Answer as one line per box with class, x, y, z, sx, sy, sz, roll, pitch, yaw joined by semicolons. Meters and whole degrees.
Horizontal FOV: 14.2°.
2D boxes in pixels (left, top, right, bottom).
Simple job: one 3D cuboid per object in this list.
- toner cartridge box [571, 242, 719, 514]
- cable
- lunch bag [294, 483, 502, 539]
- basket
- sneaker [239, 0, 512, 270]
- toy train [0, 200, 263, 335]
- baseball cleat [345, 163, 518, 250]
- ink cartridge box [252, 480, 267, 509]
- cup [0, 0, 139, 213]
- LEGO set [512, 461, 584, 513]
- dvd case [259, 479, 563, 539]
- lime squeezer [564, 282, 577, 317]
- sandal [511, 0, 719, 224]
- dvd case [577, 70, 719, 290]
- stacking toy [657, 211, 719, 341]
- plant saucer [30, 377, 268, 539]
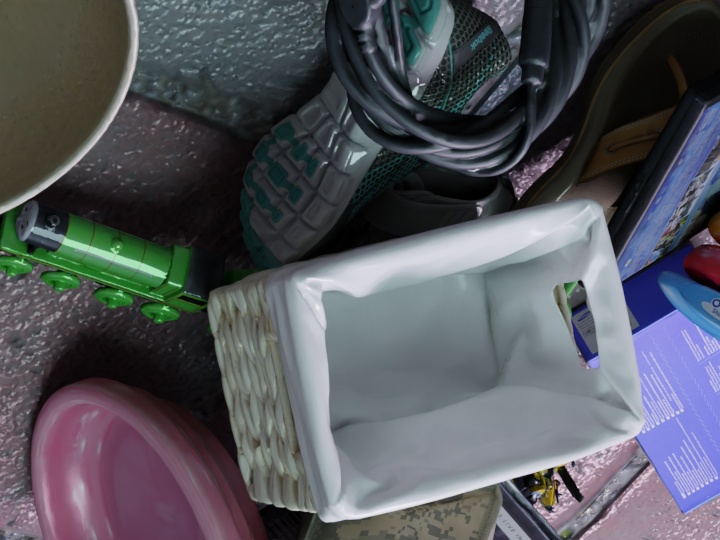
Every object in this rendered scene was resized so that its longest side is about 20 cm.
toner cartridge box;0.208;0.072;1.842;0.095;0.043;0.200;-29;139;5
cable;0.056;-0.148;1.480;0.163;0.051;0.200;-19;106;-30
lunch bag;-0.001;0.223;1.600;0.118;0.200;0.164;17;141;8
basket;0.030;0.046;1.538;0.200;0.123;0.136;-14;95;-29
sneaker;0.012;-0.070;1.571;0.091;0.078;0.200;12;128;-41
toy train;-0.108;0.003;1.567;0.200;0.042;0.056;19;160;-25
baseball cleat;0.000;0.000;1.650;0.200;0.070;0.106;-31;134;-10
ink cartridge box;-0.006;0.091;1.704;0.095;0.037;0.200;-25;169;-28
cup;-0.217;-0.134;1.327;0.200;0.143;0.200;-14;137;-13
LEGO set;0.079;0.189;1.818;0.116;0.154;0.200;20;125;-41
dvd case;0.020;0.177;1.719;0.200;0.016;0.149;-32;106;31
lime squeezer;0.088;0.046;1.690;0.038;0.071;0.200;37;82;-6
sandal;0.151;-0.063;1.636;0.200;0.054;0.080;-55;142;2
dvd case;0.206;-0.071;1.632;0.200;0.018;0.143;-28;151;-51
stacking toy;0.265;-0.043;1.669;0.200;0.116;0.110;-62;166;0
plant saucer;-0.114;0.152;1.649;0.051;0.201;0.201;-22;143;-34
